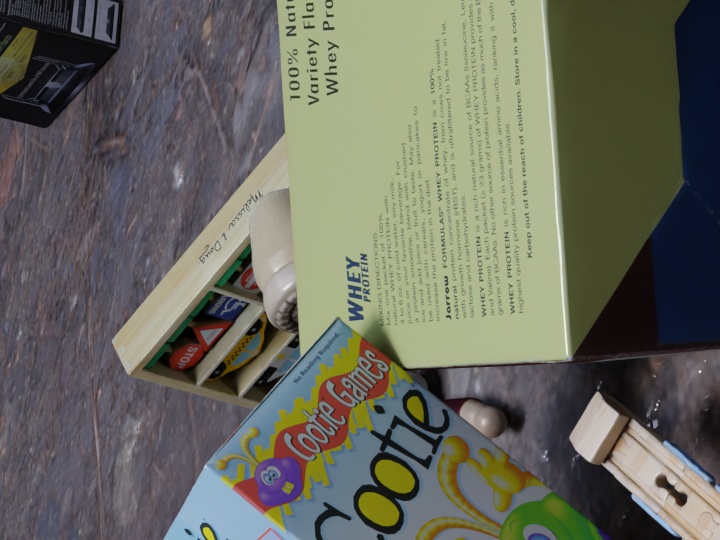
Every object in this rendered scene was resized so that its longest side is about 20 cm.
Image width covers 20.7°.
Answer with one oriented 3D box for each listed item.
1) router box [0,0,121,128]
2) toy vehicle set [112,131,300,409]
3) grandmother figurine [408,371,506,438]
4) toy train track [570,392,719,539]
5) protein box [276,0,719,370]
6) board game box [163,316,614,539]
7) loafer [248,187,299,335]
[{"bbox_3d":[-0.329,-0.206,1.821,0.200,0.156,0.053,-33,50,56],"label":"router box"},{"bbox_3d":[-0.029,-0.009,1.067,0.200,0.124,0.027,-49,52,20],"label":"toy vehicle set"},{"bbox_3d":[0.035,0.115,1.032,0.121,0.061,0.200,-41,32,10],"label":"grandmother figurine"},{"bbox_3d":[0.142,0.107,0.765,0.200,0.032,0.115,43,107,47],"label":"toy train track"},{"bbox_3d":[0.073,-0.059,0.863,0.199,0.134,0.201,-8,85,57],"label":"protein box"},{"bbox_3d":[0.025,0.136,0.833,0.103,0.200,0.105,-47,-6,-39],"label":"board game box"},{"bbox_3d":[0.000,0.000,1.021,0.075,0.200,0.069,-26,72,12],"label":"loafer"}]
